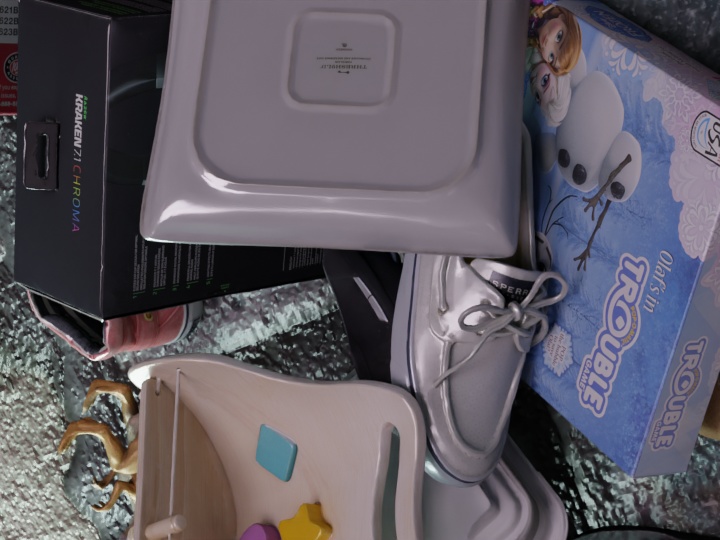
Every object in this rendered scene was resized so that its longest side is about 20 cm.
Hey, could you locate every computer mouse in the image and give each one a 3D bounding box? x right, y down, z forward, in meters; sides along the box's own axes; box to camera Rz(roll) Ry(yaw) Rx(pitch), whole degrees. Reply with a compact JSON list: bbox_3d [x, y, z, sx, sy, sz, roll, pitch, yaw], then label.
[{"bbox_3d":[0.000,0.000,1.082,0.046,0.140,0.201,-36,48,23],"label":"computer mouse"}]

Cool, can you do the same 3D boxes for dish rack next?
[{"bbox_3d":[0.010,0.138,1.113,0.172,0.044,0.200,-43,43,5],"label":"dish rack"}]

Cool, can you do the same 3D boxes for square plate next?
[{"bbox_3d":[-0.011,-0.106,1.019,0.198,0.028,0.200,3,68,6],"label":"square plate"}]

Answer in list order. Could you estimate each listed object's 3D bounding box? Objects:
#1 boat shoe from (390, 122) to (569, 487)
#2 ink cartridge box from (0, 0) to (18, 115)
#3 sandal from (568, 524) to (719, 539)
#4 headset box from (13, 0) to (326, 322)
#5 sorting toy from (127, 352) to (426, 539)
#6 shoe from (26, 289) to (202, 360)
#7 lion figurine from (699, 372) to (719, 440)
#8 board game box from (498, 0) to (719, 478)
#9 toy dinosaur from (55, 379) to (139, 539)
[{"bbox_3d":[0.071,0.013,1.022,0.086,0.074,0.204,-9,74,55],"label":"boat shoe"},{"bbox_3d":[-0.240,-0.207,1.236,0.144,0.145,0.202,9,100,35],"label":"ink cartridge box"},{"bbox_3d":[0.174,0.183,1.080,0.199,0.048,0.076,-11,94,38],"label":"sandal"},{"bbox_3d":[-0.109,-0.075,1.136,0.092,0.199,0.176,19,113,43],"label":"headset box"},{"bbox_3d":[-0.038,0.140,1.037,0.179,0.106,0.202,-18,61,37],"label":"sorting toy"},{"bbox_3d":[-0.191,-0.031,1.285,0.071,0.091,0.201,-43,74,35],"label":"shoe"},{"bbox_3d":[0.221,0.079,1.018,0.200,0.072,0.123,41,131,40],"label":"lion figurine"},{"bbox_3d":[0.128,-0.027,1.029,0.199,0.043,0.202,41,125,47],"label":"board game box"},{"bbox_3d":[-0.144,0.111,1.317,0.105,0.060,0.201,24,122,5],"label":"toy dinosaur"}]
